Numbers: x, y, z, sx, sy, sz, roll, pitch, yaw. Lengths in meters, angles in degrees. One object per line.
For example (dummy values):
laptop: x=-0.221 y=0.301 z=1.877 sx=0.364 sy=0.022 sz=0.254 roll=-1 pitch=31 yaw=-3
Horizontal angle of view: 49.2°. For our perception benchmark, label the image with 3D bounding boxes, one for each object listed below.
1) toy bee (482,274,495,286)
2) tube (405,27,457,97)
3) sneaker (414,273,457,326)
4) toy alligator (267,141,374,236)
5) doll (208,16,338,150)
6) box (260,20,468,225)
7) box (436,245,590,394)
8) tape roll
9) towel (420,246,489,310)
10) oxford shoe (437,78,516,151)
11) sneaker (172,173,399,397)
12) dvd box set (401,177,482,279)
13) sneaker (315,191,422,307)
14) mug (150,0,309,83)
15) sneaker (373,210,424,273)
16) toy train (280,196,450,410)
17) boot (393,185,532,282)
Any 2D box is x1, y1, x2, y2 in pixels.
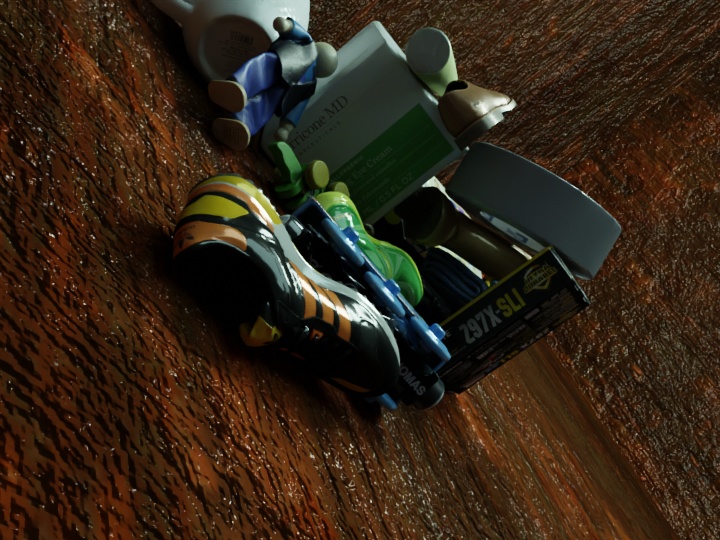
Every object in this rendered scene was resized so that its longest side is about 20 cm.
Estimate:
toy bee: x=0.354 y=0.028 z=2.118 sx=0.108 sy=0.202 sz=0.130 roll=28 pitch=33 yaw=34
tube: x=0.091 y=-0.239 z=0.942 sx=0.200 sy=0.051 sz=0.059 roll=-17 pitch=113 yaw=-78
sneaker: x=0.069 y=0.041 z=0.975 sx=0.200 sy=0.060 sz=0.104 roll=47 pitch=9 yaw=1
toy alligator: x=-0.043 y=-0.068 z=0.874 sx=0.200 sy=0.059 sz=0.055 roll=42 pitch=56 yaw=-47
doll: x=-0.085 y=-0.197 z=0.837 sx=0.048 sy=0.137 sz=0.200 roll=17 pitch=39 yaw=21
box: x=0.002 y=-0.181 z=1.008 sx=0.172 sy=0.198 sz=0.200 roll=49 pitch=13 yaw=-20
box: x=0.159 y=0.064 z=0.896 sx=0.050 sy=0.199 sz=0.160 roll=58 pitch=13 yaw=21
tape roll: x=0.198 y=-0.069 z=0.915 sx=0.199 sy=0.067 sz=0.200 roll=31 pitch=2 yaw=-1
towel: x=0.139 y=0.045 z=1.075 sx=0.111 sy=0.049 sz=0.200 roll=40 pitch=-13 yaw=23
oxford shoe: x=0.133 y=-0.195 z=0.922 sx=0.071 sy=0.071 sz=0.200 roll=51 pitch=21 yaw=-1
sneaker: x=-0.050 y=0.033 z=0.519 sx=0.200 sy=0.070 sz=0.090 roll=48 pitch=27 yaw=-21
dvd box set: x=0.118 y=-0.060 z=1.143 sx=0.200 sy=0.029 sz=0.147 roll=39 pitch=37 yaw=-46
sneaker: x=0.000 y=0.000 z=0.822 sx=0.200 sy=0.074 sz=0.084 roll=40 pitch=36 yaw=-45
mug: x=-0.158 y=-0.296 z=0.910 sx=0.199 sy=0.148 sz=0.176 roll=24 pitch=33 yaw=-18
sneaker: x=0.074 y=-0.061 z=1.170 sx=0.078 sy=0.066 sz=0.201 roll=-41 pitch=109 yaw=-52
toy train: x=-0.005 y=0.030 z=0.648 sx=0.200 sy=0.087 sz=0.114 roll=48 pitch=3 yaw=-13
boot: x=0.147 y=-0.031 z=0.976 sx=0.199 sy=0.066 sz=0.175 roll=31 pitch=13 yaw=-16
